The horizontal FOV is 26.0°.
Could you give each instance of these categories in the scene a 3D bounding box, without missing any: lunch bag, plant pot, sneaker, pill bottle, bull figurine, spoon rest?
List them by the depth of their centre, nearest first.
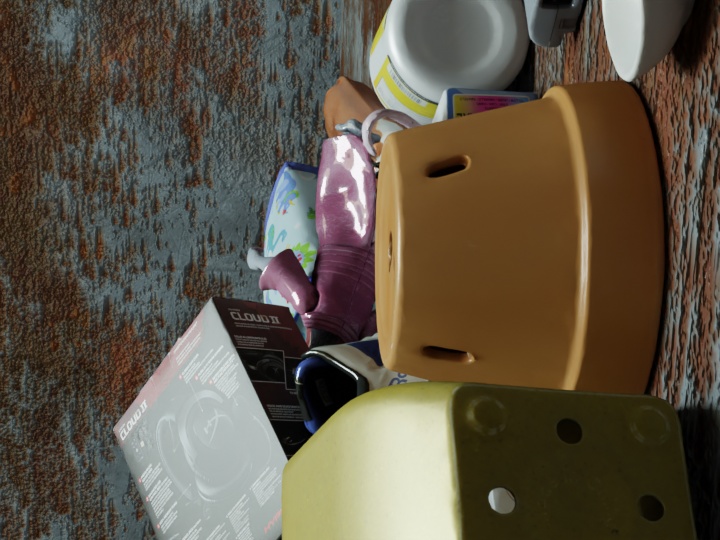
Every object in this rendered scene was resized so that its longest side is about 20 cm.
[{"bbox_3d":[0.137,-0.185,0.752,0.100,0.060,0.201,-96,9,-51],"label":"spoon rest"},{"bbox_3d":[0.074,0.153,0.777,0.200,0.193,0.196,116,155,-58],"label":"plant pot"},{"bbox_3d":[0.083,-0.012,0.908,0.200,0.139,0.201,-179,90,-86],"label":"plant pot"},{"bbox_3d":[0.013,0.066,1.040,0.199,0.115,0.081,-106,15,-76],"label":"sneaker"},{"bbox_3d":[0.066,-0.174,1.261,0.200,0.111,0.113,148,122,-84],"label":"pill bottle"},{"bbox_3d":[0.017,-0.092,1.359,0.200,0.065,0.122,-116,17,-51],"label":"bull figurine"},{"bbox_3d":[-0.036,0.029,1.474,0.170,0.127,0.200,-102,27,-47],"label":"lunch bag"}]

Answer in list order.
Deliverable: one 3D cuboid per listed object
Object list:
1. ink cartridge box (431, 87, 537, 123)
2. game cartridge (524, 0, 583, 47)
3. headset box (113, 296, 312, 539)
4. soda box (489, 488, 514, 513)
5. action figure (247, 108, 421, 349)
[{"bbox_3d":[0.090,-0.017,1.170,0.137,0.076,0.201,109,163,-72],"label":"ink cartridge box"},{"bbox_3d":[0.129,-0.257,0.989,0.200,0.041,0.134,97,167,-55],"label":"game cartridge"},{"bbox_3d":[-0.086,0.128,1.091,0.149,0.077,0.200,-51,49,28],"label":"headset box"},{"bbox_3d":[0.108,0.126,1.008,0.064,0.068,0.201,96,172,-47],"label":"soda box"},{"bbox_3d":[0.000,0.000,1.166,0.149,0.134,0.201,-19,50,57],"label":"action figure"}]
